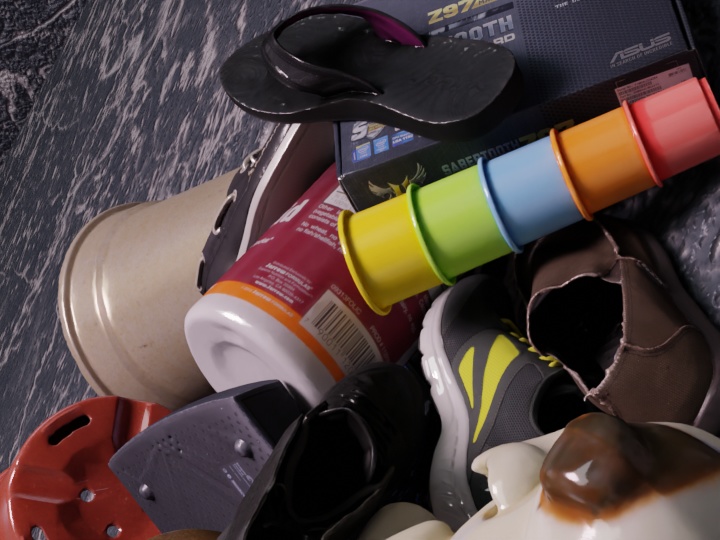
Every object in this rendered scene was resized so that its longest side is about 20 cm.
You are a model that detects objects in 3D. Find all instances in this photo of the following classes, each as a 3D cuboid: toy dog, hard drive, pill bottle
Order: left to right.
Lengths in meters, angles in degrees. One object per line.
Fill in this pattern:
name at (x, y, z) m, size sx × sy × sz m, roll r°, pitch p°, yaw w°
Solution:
hard drive at (-0.067, 0.133, 0.829) m, size 0.042 × 0.135 × 0.200 m, roll -40°, pitch 5°, yaw -33°
pill bottle at (0.000, 0.000, 0.841) m, size 0.200 × 0.114 × 0.114 m, roll -47°, pitch 11°, yaw -28°
toy dog at (0.073, 0.126, 0.548) m, size 0.200 × 0.194 × 0.140 m, roll -43°, pitch 75°, yaw 38°

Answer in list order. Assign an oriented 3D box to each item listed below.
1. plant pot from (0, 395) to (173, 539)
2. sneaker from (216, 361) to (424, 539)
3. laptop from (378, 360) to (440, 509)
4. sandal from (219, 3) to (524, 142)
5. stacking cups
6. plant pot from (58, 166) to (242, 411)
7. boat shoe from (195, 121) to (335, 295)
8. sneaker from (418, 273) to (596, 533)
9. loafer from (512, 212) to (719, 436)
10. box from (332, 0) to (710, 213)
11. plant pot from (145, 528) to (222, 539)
plant pot at (-0.190, 0.192, 1.030) m, size 0.195 × 0.200 × 0.201 m, roll 124°, pitch 158°, yaw -59°
sneaker at (-0.010, 0.094, 0.674) m, size 0.200 × 0.060 × 0.104 m, roll -47°, pitch -5°, yaw -41°
laptop at (-0.038, 0.130, 0.904) m, size 0.177 × 0.103 × 0.200 m, roll -53°, pitch 12°, yaw 35°
sandal at (-0.002, -0.117, 0.765) m, size 0.200 × 0.048 × 0.075 m, roll 12°, pitch 59°, yaw 39°
stacking cups at (0.090, -0.038, 0.723) m, size 0.199 × 0.061 × 0.061 m, roll -21°, pitch 39°, yaw 13°
plant pot at (-0.098, 0.008, 1.085) m, size 0.183 × 0.200 × 0.201 m, roll -28°, pitch 44°, yaw 42°
boat shoe at (-0.058, -0.042, 0.909) m, size 0.060 × 0.074 × 0.200 m, roll 48°, pitch 135°, yaw 32°
sneaker at (0.085, 0.070, 0.745) m, size 0.084 × 0.074 × 0.200 m, roll -31°, pitch 35°, yaw 24°
loafer at (0.116, 0.014, 0.698) m, size 0.073 × 0.071 × 0.200 m, roll -63°, pitch 22°, yaw 13°
box at (0.082, -0.118, 0.791) m, size 0.199 × 0.051 × 0.158 m, roll -18°, pitch 42°, yaw 15°
plant pot at (-0.034, 0.240, 0.686) m, size 0.200 × 0.186 × 0.187 m, roll 8°, pitch 76°, yaw 45°
